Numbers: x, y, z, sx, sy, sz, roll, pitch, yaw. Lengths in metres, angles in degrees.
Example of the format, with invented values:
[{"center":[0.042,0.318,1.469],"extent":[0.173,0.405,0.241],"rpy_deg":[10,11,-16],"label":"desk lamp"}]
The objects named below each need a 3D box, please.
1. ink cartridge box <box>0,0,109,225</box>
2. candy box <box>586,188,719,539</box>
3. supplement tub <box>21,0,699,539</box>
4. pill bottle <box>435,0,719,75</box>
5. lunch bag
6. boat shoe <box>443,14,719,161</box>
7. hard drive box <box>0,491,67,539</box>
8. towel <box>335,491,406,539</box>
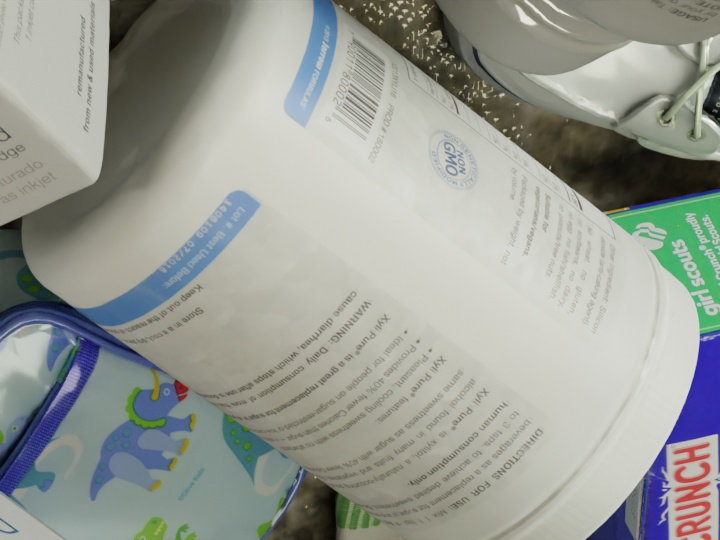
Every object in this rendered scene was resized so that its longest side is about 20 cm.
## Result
[{"center":[-0.187,-0.084,0.830],"extent":[0.146,0.085,0.200],"rpy_deg":[-23,136,23],"label":"ink cartridge box"},{"center":[0.187,0.042,1.116],"extent":[0.199,0.077,0.169],"rpy_deg":[-13,136,-13],"label":"candy box"},{"center":[0.000,0.000,0.969],"extent":[0.200,0.132,0.132],"rpy_deg":[37,98,-23],"label":"supplement tub"},{"center":[0.108,-0.136,0.925],"extent":[0.114,0.115,0.200],"rpy_deg":[5,162,-33],"label":"pill bottle"},{"center":[-0.128,0.094,1.025],"extent":[0.161,0.082,0.200],"rpy_deg":[30,101,-38],"label":"lunch bag"},{"center":[0.127,-0.077,1.065],"extent":[0.199,0.067,0.074],"rpy_deg":[5,118,-33],"label":"boat shoe"},{"center":[-0.182,0.095,0.878],"extent":[0.077,0.200,0.156],"rpy_deg":[-63,160,16],"label":"hard drive box"},{"center":[0.056,0.101,1.176],"extent":[0.152,0.023,0.201],"rpy_deg":[-13,128,-21],"label":"towel"}]
